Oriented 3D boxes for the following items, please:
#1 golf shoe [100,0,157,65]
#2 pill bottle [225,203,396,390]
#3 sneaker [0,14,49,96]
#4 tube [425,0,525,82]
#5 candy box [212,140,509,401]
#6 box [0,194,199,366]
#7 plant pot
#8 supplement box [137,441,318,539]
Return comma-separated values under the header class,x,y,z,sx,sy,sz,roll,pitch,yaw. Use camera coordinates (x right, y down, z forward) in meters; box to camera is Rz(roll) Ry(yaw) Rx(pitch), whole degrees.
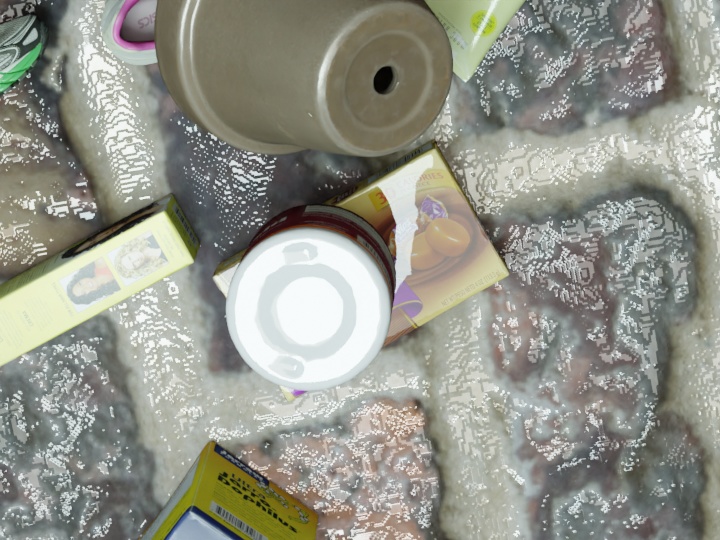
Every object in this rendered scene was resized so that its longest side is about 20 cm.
class,x,y,z,sx,sy,sz,roll,pitch,yaw
golf shoe,-0.105,-0.212,1.730,0.200,0.092,0.075,-31,97,5
pill bottle,-0.032,0.013,1.659,0.114,0.200,0.114,0,98,2
sneaker,-0.331,-0.154,1.744,0.200,0.078,0.085,-18,110,4
tube,0.118,-0.240,1.744,0.200,0.058,0.052,-47,137,12
candy box,0.000,0.000,1.785,0.200,0.056,0.117,-30,98,5
box,-0.223,0.013,1.782,0.200,0.075,0.050,-29,101,5
plant pot,-0.023,-0.163,1.658,0.200,0.175,0.200,-14,117,-28
supplement box,-0.108,0.225,1.754,0.109,0.200,0.109,35,99,-6
